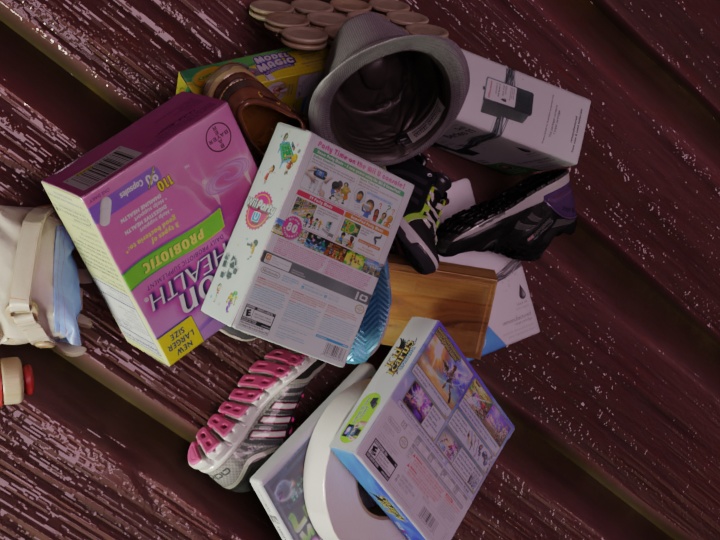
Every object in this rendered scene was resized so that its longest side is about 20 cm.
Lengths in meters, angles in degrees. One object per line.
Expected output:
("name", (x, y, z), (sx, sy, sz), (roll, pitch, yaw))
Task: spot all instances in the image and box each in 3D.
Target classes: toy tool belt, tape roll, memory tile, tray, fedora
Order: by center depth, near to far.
("toy tool belt", (-0.312, 0.031, 1.332), (0.122, 0.125, 0.202), (-3, 91, -18))
("fedora", (0.020, -0.201, 1.390), (0.176, 0.091, 0.200), (-26, 147, 4))
("memory tile", (-0.014, -0.274, 1.478), (0.199, 0.153, 0.017), (-6, 119, -25))
("tape roll", (0.020, 0.222, 1.485), (0.202, 0.037, 0.204), (-5, 97, -45))
("tray", (0.047, 0.036, 1.503), (0.199, 0.037, 0.099), (9, 110, -5))

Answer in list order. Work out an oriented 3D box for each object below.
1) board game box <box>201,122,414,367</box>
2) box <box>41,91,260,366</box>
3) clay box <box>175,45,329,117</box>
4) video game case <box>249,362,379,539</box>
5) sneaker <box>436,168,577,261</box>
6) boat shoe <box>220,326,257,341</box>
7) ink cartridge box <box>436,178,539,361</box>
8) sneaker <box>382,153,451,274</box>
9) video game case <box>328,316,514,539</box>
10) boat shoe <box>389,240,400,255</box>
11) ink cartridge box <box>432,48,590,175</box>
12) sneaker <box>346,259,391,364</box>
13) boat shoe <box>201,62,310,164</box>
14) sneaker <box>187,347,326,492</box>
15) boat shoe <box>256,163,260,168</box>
("board game box", (-0.050, -0.023, 1.317), (0.147, 0.064, 0.201), (24, 88, -39))
("box", (-0.182, -0.043, 1.314), (0.176, 0.096, 0.201), (-36, 121, -23))
("clay box", (-0.128, -0.175, 1.432), (0.199, 0.115, 0.048), (-16, 58, -26))
("video game case", (-0.018, 0.235, 1.488), (0.200, 0.023, 0.183), (-44, 123, -32))
("sneaker", (0.176, -0.042, 1.535), (0.199, 0.076, 0.088), (-26, 106, -26))
("boat shoe", (-0.158, -0.006, 1.441), (0.073, 0.063, 0.201), (-39, 107, -25))
("ink cartridge box", (0.127, -0.003, 1.585), (0.115, 0.067, 0.201), (-20, 98, -26))
("sneaker", (0.065, -0.082, 1.489), (0.082, 0.201, 0.072), (-25, 135, 4))
("video game case", (0.073, 0.184, 1.475), (0.182, 0.045, 0.200), (-55, 128, -25))
("boat shoe", (0.003, -0.031, 1.527), (0.074, 0.063, 0.202), (-38, 107, -25))
("ink cartridge box", (0.143, -0.183, 1.553), (0.199, 0.146, 0.084), (17, 81, -24))
("sneaker", (0.000, 0.000, 1.420), (0.076, 0.081, 0.201), (-1, 82, 10))
("boat shoe", (-0.086, -0.138, 1.389), (0.072, 0.068, 0.200), (-47, 139, 4))
("sneaker", (-0.100, 0.164, 1.466), (0.200, 0.074, 0.088), (-48, 119, -23))
("boat shoe", (-0.076, -0.028, 1.456), (0.072, 0.062, 0.201), (1, 74, -50))
